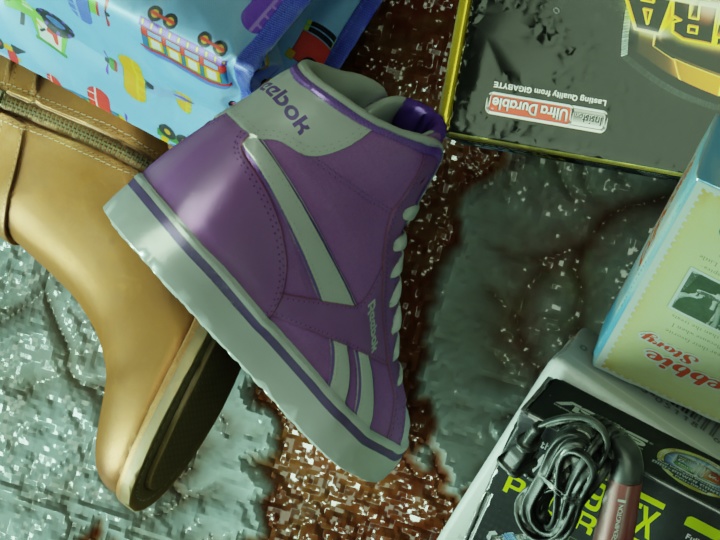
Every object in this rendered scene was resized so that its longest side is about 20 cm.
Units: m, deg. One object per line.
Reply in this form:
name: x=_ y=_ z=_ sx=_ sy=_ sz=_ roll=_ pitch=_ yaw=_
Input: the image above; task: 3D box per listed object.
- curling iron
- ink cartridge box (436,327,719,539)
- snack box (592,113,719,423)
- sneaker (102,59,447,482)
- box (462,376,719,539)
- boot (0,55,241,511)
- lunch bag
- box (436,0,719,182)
curling iron: x=0.072 y=0.139 z=0.749 sx=0.050 sy=0.026 sz=0.200 roll=17 pitch=115 yaw=38
ink cartridge box: x=0.098 y=0.148 z=0.828 sx=0.162 sy=0.050 sz=0.200 roll=35 pitch=116 yaw=10
snack box: x=0.193 y=0.031 z=0.747 sx=0.200 sy=0.116 sz=0.037 roll=24 pitch=52 yaw=2
sneaker: x=0.000 y=0.000 z=0.775 sx=0.114 sy=0.201 sz=0.073 roll=-42 pitch=56 yaw=-5
box: x=0.121 y=0.155 z=0.771 sx=0.200 sy=0.044 sz=0.160 roll=26 pitch=111 yaw=12
boot: x=-0.117 y=-0.017 z=0.847 sx=0.155 sy=0.077 sz=0.200 roll=14 pitch=91 yaw=11
lunch bag: x=-0.052 y=-0.158 z=0.807 sx=0.150 sy=0.094 sz=0.200 roll=28 pitch=67 yaw=12
box: x=0.140 y=-0.108 z=0.762 sx=0.200 sy=0.049 sz=0.160 roll=12 pitch=91 yaw=14
